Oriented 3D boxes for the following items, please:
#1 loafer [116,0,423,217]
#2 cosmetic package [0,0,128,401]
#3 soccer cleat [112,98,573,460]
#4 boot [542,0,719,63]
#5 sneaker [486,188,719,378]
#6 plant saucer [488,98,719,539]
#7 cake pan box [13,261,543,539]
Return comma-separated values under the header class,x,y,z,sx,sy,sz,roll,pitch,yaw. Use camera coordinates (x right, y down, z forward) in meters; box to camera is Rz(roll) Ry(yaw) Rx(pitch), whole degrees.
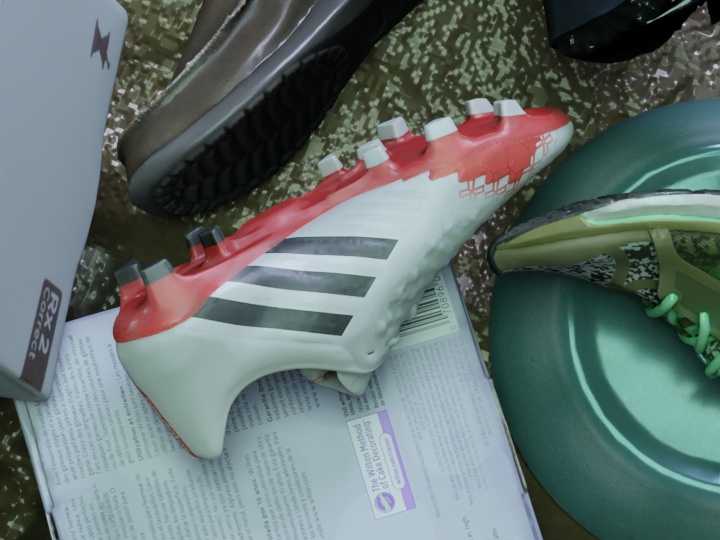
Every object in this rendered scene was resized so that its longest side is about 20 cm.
class,x,y,z,sx,sy,sz,roll,pitch,yaw
loafer,-0.033,-0.104,1.153,0.071,0.073,0.200,39,74,17
cosmetic package,-0.217,-0.058,1.066,0.199,0.165,0.166,5,76,18
soccer cleat,0.000,0.000,1.081,0.199,0.069,0.086,-28,101,-17
boot,0.063,-0.161,1.085,0.199,0.076,0.169,-12,83,13
sneaker,0.147,0.015,1.084,0.199,0.077,0.089,4,88,1
plant saucer,0.151,0.023,1.135,0.199,0.036,0.201,0,77,1
cake pan box,-0.030,0.091,1.113,0.183,0.052,0.201,-17,78,-6
